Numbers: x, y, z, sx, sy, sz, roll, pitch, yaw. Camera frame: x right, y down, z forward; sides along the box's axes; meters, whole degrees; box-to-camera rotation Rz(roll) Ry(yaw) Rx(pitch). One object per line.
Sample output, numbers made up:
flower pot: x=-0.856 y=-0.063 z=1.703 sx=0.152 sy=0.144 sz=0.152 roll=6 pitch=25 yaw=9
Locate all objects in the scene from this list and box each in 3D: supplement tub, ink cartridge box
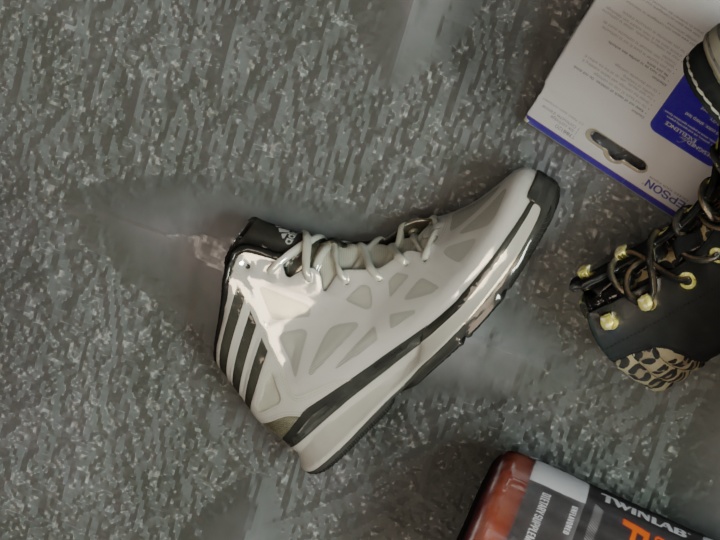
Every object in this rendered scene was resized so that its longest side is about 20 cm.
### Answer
supplement tub: x=0.139 y=0.174 z=1.003 sx=0.199 sy=0.107 sz=0.108 roll=23 pitch=108 yaw=4
ink cartridge box: x=0.159 y=-0.115 z=0.928 sx=0.099 sy=0.039 sz=0.200 roll=33 pitch=138 yaw=1

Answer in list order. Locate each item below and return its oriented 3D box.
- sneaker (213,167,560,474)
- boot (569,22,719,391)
sneaker: x=0.000 y=0.000 z=0.999 sx=0.115 sy=0.076 sz=0.201 roll=43 pitch=111 yaw=-4
boot: x=0.158 y=-0.019 z=0.920 sx=0.153 sy=0.203 sz=0.074 roll=-31 pitch=53 yaw=21
